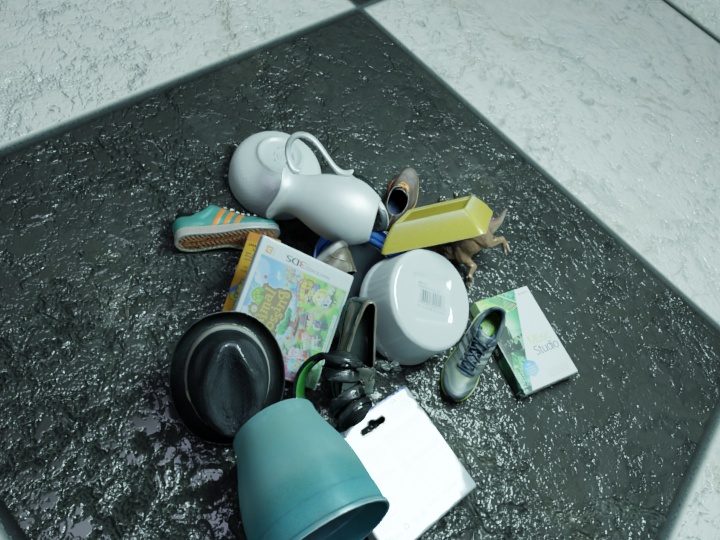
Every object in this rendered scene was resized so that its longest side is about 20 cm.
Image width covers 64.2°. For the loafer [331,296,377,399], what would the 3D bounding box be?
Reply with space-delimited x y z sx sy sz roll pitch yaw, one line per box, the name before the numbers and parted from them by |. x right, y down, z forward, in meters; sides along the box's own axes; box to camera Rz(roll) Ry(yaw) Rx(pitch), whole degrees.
loafer | -0.005 0.146 0.956 0.070 0.062 0.207 7 82 -27

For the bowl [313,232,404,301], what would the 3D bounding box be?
bowl | 0.000 0.000 1.116 0.195 0.040 0.205 10 55 -14

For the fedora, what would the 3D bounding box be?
fedora | -0.191 0.167 0.849 0.195 0.091 0.207 -2 95 -19

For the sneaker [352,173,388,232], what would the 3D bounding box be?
sneaker | 0.018 -0.151 1.175 0.081 0.073 0.201 -8 40 -30

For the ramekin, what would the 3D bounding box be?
ramekin | 0.103 0.062 1.038 0.196 0.097 0.207 10 70 -28

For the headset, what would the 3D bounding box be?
headset | -0.028 0.178 0.882 0.093 0.196 0.127 17 53 -61

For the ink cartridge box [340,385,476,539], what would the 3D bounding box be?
ink cartridge box | 0.057 0.320 0.925 0.196 0.041 0.202 -24 68 -31

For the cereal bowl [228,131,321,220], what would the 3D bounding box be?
cereal bowl | -0.169 -0.208 1.167 0.194 0.084 0.205 9 55 -13

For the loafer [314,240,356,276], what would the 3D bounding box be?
loafer | -0.086 0.032 1.011 0.199 0.073 0.071 -40 79 -6

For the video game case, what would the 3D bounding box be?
video game case | -0.118 0.072 0.947 0.179 0.022 0.205 24 81 -26

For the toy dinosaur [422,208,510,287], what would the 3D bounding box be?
toy dinosaur | 0.221 -0.065 1.171 0.135 0.199 0.087 43 13 -35

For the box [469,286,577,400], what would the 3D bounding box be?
box | 0.322 0.138 1.142 0.141 0.037 0.203 -14 62 -26

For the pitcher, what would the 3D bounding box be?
pitcher | -0.059 -0.146 1.050 0.195 0.175 0.122 18 27 0

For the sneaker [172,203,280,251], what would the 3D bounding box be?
sneaker | -0.248 -0.088 1.066 0.194 0.072 0.082 -4 58 -24

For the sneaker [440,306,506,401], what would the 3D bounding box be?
sneaker | 0.208 0.144 1.053 0.073 0.081 0.203 27 67 11

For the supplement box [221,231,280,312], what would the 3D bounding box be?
supplement box | -0.194 0.036 1.007 0.065 0.069 0.205 15 58 -7

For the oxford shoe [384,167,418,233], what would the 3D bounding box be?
oxford shoe | 0.091 -0.160 1.232 0.070 0.073 0.203 24 53 -2

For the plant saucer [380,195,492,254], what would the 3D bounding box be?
plant saucer | 0.146 -0.094 1.097 0.200 0.195 0.050 -44 121 -67

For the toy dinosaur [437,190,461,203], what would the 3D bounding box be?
toy dinosaur | 0.198 -0.110 1.237 0.195 0.078 0.103 -4 46 -27

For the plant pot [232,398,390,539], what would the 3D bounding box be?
plant pot | -0.086 0.295 0.803 0.196 0.203 0.190 -16 53 -27
